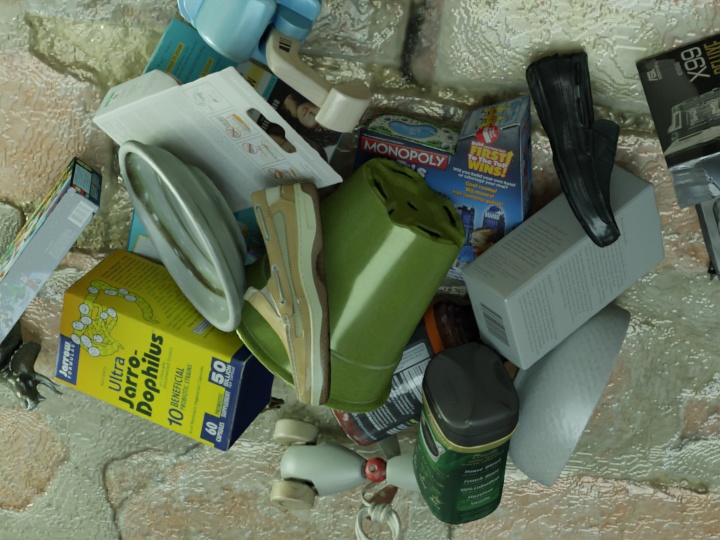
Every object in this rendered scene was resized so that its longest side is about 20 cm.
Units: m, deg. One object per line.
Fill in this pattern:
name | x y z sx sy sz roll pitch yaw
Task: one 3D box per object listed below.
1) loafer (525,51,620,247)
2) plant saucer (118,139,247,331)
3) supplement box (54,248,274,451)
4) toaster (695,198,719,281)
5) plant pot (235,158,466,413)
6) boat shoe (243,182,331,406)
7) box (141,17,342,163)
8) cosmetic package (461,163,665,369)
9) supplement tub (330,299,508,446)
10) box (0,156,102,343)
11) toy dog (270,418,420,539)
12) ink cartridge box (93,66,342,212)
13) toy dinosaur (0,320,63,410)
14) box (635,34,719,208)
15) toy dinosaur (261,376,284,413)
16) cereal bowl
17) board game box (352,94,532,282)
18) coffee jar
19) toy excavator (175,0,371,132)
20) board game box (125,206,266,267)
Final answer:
loafer | 0.215 -0.120 1.473 0.070 0.202 0.068 -19 157 11
plant saucer | -0.153 -0.041 1.441 0.050 0.200 0.201 -32 118 -18
supplement box | -0.190 0.077 1.550 0.199 0.110 0.110 20 120 13
toaster | 0.417 -0.070 1.521 0.179 0.119 0.201 -15 118 12
plant pot | 0.000 0.000 1.496 0.199 0.201 0.190 31 117 -14
boat shoe | -0.068 0.023 1.395 0.075 0.072 0.202 -5 79 -5
box | -0.117 -0.157 1.512 0.199 0.049 0.083 29 73 -13
cosmetic package | 0.202 -0.007 1.525 0.199 0.071 0.102 -36 133 -19
supplement tub | 0.065 0.100 1.639 0.199 0.107 0.107 -27 115 15
box | -0.331 -0.011 1.547 0.038 0.137 0.200 35 98 -17
toy dog | -0.008 0.228 1.717 0.199 0.096 0.133 24 80 21
ink cartridge box | -0.127 -0.127 1.435 0.199 0.050 0.161 -15 133 41
toy dinosaur | -0.405 0.059 1.667 0.102 0.077 0.201 -23 106 -5
box | 0.348 -0.152 1.432 0.157 0.201 0.050 -17 124 13
toy dinosaur | -0.126 0.077 1.609 0.101 0.058 0.200 -30 114 18
cereal bowl | 0.201 0.116 1.597 0.083 0.200 0.201 25 119 6
board game box | 0.094 -0.091 1.541 0.198 0.062 0.201 16 128 6
coffee jar | 0.105 0.164 1.559 0.085 0.105 0.201 -15 145 -13
toy excavator | -0.081 -0.214 1.415 0.193 0.200 0.100 27 118 -12
board game box | -0.164 -0.036 1.606 0.150 0.047 0.201 12 119 -5
